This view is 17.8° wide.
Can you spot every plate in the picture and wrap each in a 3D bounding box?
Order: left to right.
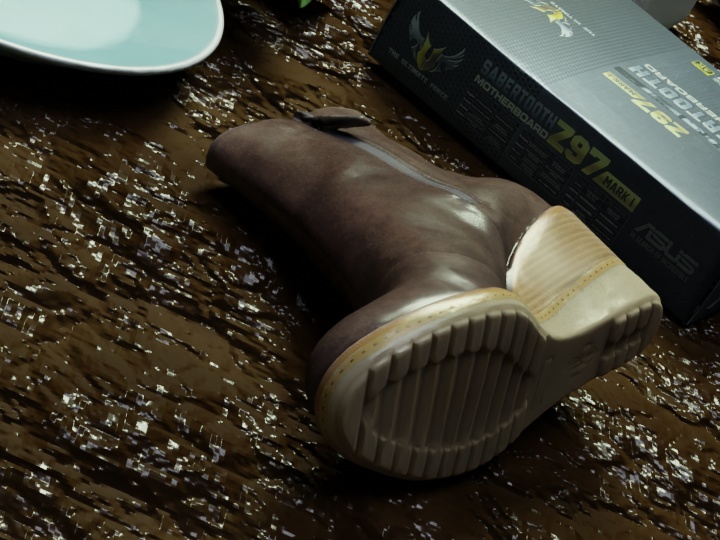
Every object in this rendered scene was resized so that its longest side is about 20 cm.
[{"bbox_3d":[-0.150,-0.132,0.934,0.199,0.026,0.201,23,28,-13],"label":"plate"}]

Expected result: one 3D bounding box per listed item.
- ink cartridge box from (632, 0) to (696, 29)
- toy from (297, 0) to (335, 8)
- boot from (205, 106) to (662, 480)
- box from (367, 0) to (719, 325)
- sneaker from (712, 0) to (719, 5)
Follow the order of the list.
[{"bbox_3d":[0.119,-0.244,1.255,0.200,0.147,0.086,40,30,17],"label":"ink cartridge box"},{"bbox_3d":[-0.092,-0.193,1.037,0.200,0.047,0.115,37,6,5],"label":"toy"},{"bbox_3d":[0.000,0.000,0.843,0.166,0.073,0.200,31,26,28],"label":"boot"},{"bbox_3d":[0.122,-0.069,1.071,0.200,0.051,0.157,42,30,19],"label":"box"},{"bbox_3d":[0.294,-0.148,1.364,0.199,0.067,0.091,7,38,-32],"label":"sneaker"}]
